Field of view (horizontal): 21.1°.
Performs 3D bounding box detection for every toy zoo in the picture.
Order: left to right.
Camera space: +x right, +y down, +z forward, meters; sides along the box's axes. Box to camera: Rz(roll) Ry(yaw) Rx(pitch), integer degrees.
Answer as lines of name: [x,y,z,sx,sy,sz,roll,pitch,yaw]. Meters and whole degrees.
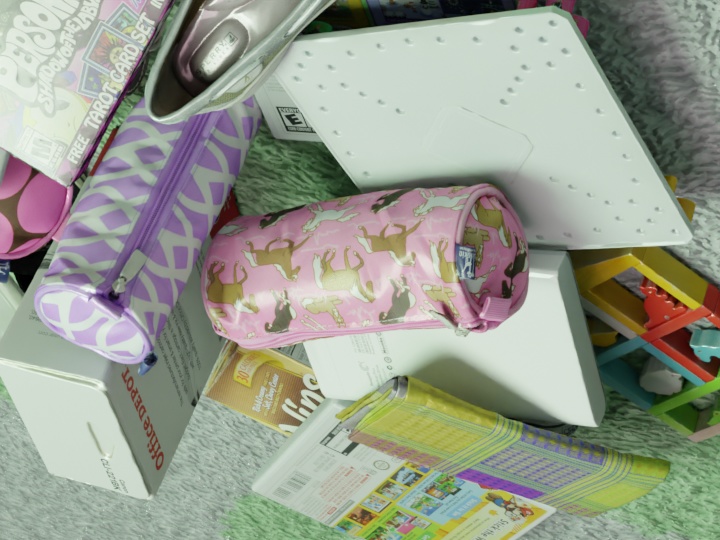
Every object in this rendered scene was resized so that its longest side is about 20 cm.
toy zoo: [0.191,0.040,1.275,0.200,0.020,0.131,34,146,-18]

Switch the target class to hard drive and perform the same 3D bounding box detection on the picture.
hard drive: [0.051,0.038,1.249,0.200,0.027,0.132,4,132,28]

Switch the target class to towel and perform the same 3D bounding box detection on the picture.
towel: [0.091,0.118,1.292,0.200,0.023,0.144,19,159,-10]

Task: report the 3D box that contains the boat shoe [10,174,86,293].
boat shoe: [-0.228,-0.027,1.387,0.074,0.062,0.200,11,144,19]

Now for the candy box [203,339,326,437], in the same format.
candy box: [-0.005,0.095,1.435,0.200,0.055,0.115,26,148,-8]

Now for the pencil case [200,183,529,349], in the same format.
pencil case: [0.000,0.000,1.172,0.200,0.087,0.083,-6,119,33]

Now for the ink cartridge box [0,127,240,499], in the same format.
ink cartridge box: [-0.152,0.029,1.294,0.084,0.200,0.144,10,145,17]

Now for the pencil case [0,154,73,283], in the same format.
pencil case: [-0.255,-0.079,1.234,0.094,0.091,0.200,17,-161,-42]

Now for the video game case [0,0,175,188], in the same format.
video game case: [-0.190,-0.172,1.056,0.181,0.036,0.200,32,115,-3]

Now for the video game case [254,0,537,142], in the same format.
video game case: [0.012,-0.138,1.124,0.200,0.022,0.182,6,144,25]

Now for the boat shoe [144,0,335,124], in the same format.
boat shoe: [-0.052,-0.158,1.044,0.074,0.065,0.202,43,125,2]

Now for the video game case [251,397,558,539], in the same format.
video game case: [0.030,0.163,1.446,0.182,0.023,0.200,26,149,-9]

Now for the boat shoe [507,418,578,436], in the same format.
boat shoe: [0.059,0.054,1.328,0.200,0.071,0.070,20,131,23]

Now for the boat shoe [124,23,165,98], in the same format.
boat shoe: [-0.139,-0.166,1.130,0.057,0.067,0.200,18,144,15]

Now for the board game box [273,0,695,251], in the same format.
board game box: [0.071,-0.081,1.122,0.200,0.026,0.200,-2,143,34]

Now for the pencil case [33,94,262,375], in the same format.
pencil case: [-0.128,-0.040,1.186,0.084,0.200,0.086,23,152,-3]

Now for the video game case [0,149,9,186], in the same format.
video game case: [-0.255,-0.146,1.117,0.143,0.200,0.018,16,-176,-3]

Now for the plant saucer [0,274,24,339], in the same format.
plant saucer: [-0.289,-0.006,1.369,0.200,0.050,0.200,48,170,12]
